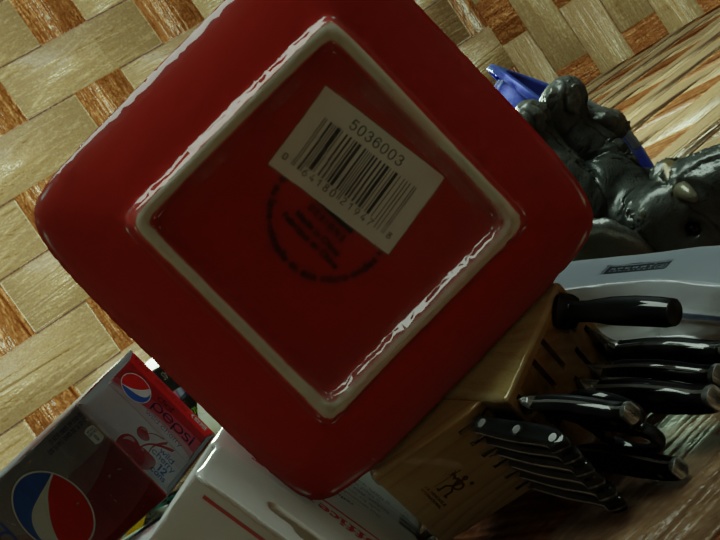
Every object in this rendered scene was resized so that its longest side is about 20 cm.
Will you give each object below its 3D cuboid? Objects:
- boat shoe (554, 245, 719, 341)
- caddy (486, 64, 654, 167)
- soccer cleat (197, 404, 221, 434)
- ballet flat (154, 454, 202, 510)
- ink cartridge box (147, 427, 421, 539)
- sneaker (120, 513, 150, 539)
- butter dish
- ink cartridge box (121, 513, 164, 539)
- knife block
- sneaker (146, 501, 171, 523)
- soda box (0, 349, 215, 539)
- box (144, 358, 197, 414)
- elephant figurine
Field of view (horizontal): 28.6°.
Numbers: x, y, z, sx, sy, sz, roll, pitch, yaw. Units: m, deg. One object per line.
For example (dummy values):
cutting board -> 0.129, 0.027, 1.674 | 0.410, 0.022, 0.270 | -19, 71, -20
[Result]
boat shoe -> 0.166, 0.027, 0.716 | 0.200, 0.066, 0.074 | -2, 18, 41
caddy -> 0.161, -0.075, 1.072 | 0.105, 0.200, 0.141 | -50, 3, 8
soccer cleat -> -0.039, 0.094, 1.061 | 0.200, 0.078, 0.069 | 3, -27, -47
ballet flat -> -0.134, 0.124, 0.916 | 0.070, 0.066, 0.200 | -18, -6, 26
ink cartridge box -> -0.034, 0.127, 0.711 | 0.067, 0.116, 0.200 | -54, 0, 11
sneaker -> -0.219, 0.218, 0.973 | 0.070, 0.090, 0.201 | -25, 37, 51
butter dish -> -0.024, -0.028, 0.695 | 0.199, 0.200, 0.148 | -45, 9, -2
ink cartridge box -> -0.130, 0.210, 0.830 | 0.200, 0.085, 0.146 | -31, 6, 17
knife block -> 0.082, 0.041, 0.695 | 0.175, 0.064, 0.200 | -35, 33, 12
sneaker -> -0.125, 0.185, 1.036 | 0.200, 0.088, 0.076 | -28, 6, 44
soda box -> -0.172, 0.133, 0.780 | 0.200, 0.070, 0.063 | -41, 6, 31
box -> -0.107, 0.118, 1.202 | 0.200, 0.149, 0.124 | -31, 7, 43
elephant figurine -> 0.182, -0.029, 0.914 | 0.142, 0.200, 0.155 | -56, -28, -5
